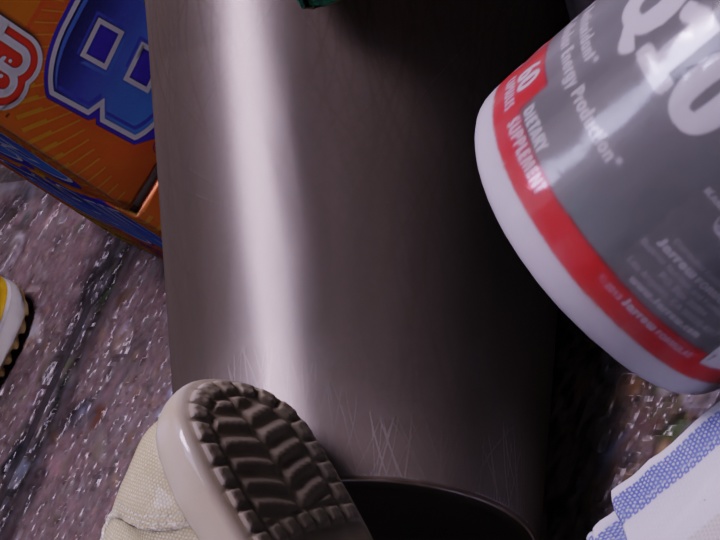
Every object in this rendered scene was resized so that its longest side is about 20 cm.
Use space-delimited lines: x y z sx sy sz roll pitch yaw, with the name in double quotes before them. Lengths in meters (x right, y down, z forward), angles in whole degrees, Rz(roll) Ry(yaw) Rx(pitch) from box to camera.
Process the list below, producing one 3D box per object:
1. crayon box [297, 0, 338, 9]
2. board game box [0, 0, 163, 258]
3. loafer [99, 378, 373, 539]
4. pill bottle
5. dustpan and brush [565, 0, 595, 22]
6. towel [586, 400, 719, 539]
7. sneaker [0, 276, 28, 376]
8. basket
"crayon box" 0.049 -0.177 0.781 0.199 0.058 0.119 -22 62 0
"board game box" -0.079 -0.125 1.011 0.201 0.199 0.200 -59 30 -5
"loafer" -0.013 0.128 0.701 0.068 0.075 0.201 -41 64 35
"pill bottle" 0.138 -0.065 0.720 0.200 0.114 0.114 -41 33 26
"dustpan and brush" 0.156 -0.132 0.808 0.199 0.057 0.141 -26 69 37
"towel" 0.138 0.092 0.663 0.147 0.024 0.201 -43 34 19
"sneaker" -0.234 0.075 1.159 0.075 0.090 0.201 -5 58 54
"basket" 0.000 0.000 0.828 0.135 0.180 0.201 -21 54 33
